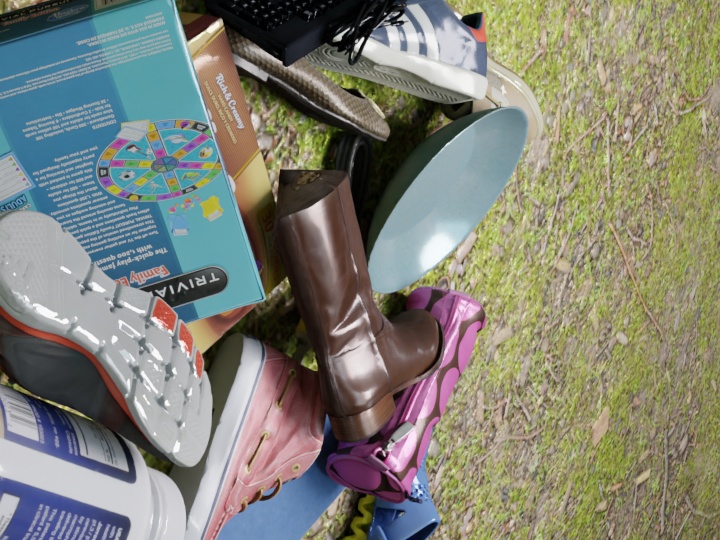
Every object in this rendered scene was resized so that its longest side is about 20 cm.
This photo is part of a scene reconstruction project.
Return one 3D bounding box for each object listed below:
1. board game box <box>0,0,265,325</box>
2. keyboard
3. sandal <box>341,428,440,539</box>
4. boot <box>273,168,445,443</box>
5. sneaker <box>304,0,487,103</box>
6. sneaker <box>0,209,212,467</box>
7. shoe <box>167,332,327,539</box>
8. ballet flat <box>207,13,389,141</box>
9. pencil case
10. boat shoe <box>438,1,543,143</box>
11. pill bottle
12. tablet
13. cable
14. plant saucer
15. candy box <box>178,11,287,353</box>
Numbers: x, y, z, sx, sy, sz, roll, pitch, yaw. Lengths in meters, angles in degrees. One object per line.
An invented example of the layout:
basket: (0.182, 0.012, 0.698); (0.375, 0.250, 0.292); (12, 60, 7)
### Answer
board game box: (-0.153, -0.052, 0.635); (0.149, 0.047, 0.202); (-17, 125, -5)
keyboard: (-0.013, -0.203, 0.770); (0.200, 0.104, 0.040); (-45, 165, -45)
sandal: (0.041, 0.219, 1.031); (0.079, 0.086, 0.202); (13, 90, -52)
boot: (0.000, 0.000, 0.848); (0.187, 0.064, 0.202); (-52, 129, -59)
sneaker: (0.019, -0.191, 0.847); (0.199, 0.075, 0.086); (11, 86, -39)
sneaker: (-0.162, 0.044, 0.636); (0.201, 0.081, 0.078); (53, 34, -33)
shoe: (-0.088, 0.155, 0.822); (0.090, 0.071, 0.202); (26, 75, -27)
ballet flat: (-0.040, -0.143, 0.810); (0.199, 0.067, 0.047); (22, 88, -48)
pencil case: (0.046, 0.104, 0.975); (0.094, 0.090, 0.201); (94, 19, -60)
boat shoe: (0.095, -0.160, 0.981); (0.200, 0.072, 0.065); (38, 77, -46)
pill bottle: (-0.196, 0.136, 0.659); (0.200, 0.110, 0.112); (38, 72, -52)
tablet: (-0.081, 0.195, 0.919); (0.200, 0.014, 0.131); (-44, 134, -35)
cable: (-0.007, -0.010, 0.912); (0.097, 0.050, 0.202); (24, 82, -59)
plant saucer: (0.065, -0.069, 0.956); (0.201, 0.039, 0.202); (-40, 158, -20)
candy box: (-0.120, -0.055, 0.739); (0.117, 0.056, 0.202); (-42, 134, -36)
